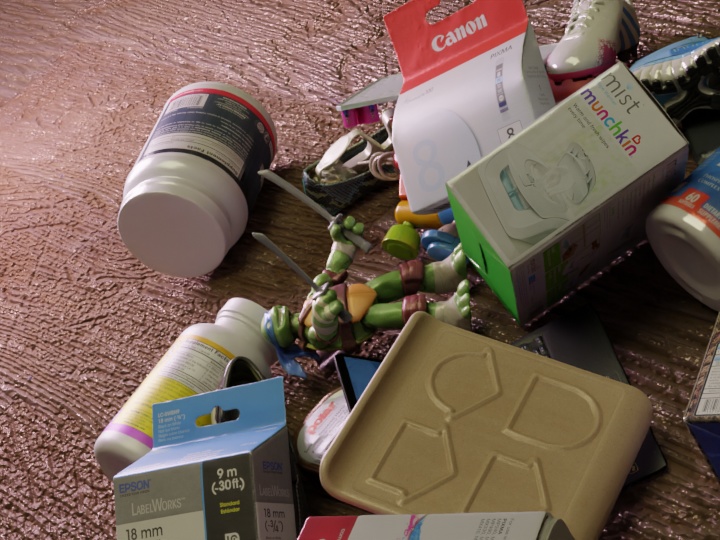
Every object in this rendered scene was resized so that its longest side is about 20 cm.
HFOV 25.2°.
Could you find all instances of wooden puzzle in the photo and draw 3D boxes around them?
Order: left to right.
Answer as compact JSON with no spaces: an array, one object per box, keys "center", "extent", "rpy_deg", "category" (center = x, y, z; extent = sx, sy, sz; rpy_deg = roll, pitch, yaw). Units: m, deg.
[{"center":[0.094,0.133,1.187],"extent":[0.200,0.046,0.185],"rpy_deg":[22,50,15],"category":"wooden puzzle"}]

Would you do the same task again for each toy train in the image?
[{"center":[0.052,-0.062,1.596],"extent":[0.200,0.085,0.116],"rpy_deg":[0,59,45],"category":"toy train"}]

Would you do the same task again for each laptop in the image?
[{"center":[0.105,0.107,1.246],"extent":[0.200,0.103,0.177],"rpy_deg":[-28,46,10],"category":"laptop"}]

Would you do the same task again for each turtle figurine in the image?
[{"center":[0.000,0.000,1.456],"extent":[0.193,0.201,0.144],"rpy_deg":[-5,2,1],"category":"turtle figurine"}]

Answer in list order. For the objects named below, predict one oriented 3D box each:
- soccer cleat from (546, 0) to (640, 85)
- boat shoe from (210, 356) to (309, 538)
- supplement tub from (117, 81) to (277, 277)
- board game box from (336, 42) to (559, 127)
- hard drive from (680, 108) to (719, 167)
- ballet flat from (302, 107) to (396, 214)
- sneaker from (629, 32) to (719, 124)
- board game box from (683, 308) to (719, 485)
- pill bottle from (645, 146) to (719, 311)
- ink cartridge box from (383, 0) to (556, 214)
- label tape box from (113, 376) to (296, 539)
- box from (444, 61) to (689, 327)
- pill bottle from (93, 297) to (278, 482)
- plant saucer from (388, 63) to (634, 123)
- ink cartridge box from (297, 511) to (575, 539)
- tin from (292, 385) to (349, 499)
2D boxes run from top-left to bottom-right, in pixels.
[{"center":[0.225,-0.238,1.592],"extent":[0.070,0.087,0.200],"rpy_deg":[-5,15,25],"category":"soccer cleat"},{"center":[-0.090,0.161,1.370],"extent":[0.072,0.066,0.201],"rpy_deg":[-11,50,-8],"category":"boat shoe"},{"center":[-0.181,-0.103,1.795],"extent":[0.140,0.140,0.200],"rpy_deg":[-15,36,28],"category":"supplement tub"},{"center":[0.095,-0.188,1.625],"extent":[0.200,0.026,0.200],"rpy_deg":[-9,13,17],"category":"board game box"},{"center":[0.388,-0.163,1.458],"extent":[0.200,0.033,0.140],"rpy_deg":[-24,33,15],"category":"hard drive"},{"center":[0.024,-0.133,1.717],"extent":[0.200,0.074,0.074],"rpy_deg":[-35,31,-1],"category":"ballet flat"},{"center":[0.319,-0.191,1.456],"extent":[0.200,0.078,0.090],"rpy_deg":[-11,35,33],"category":"sneaker"},{"center":[0.340,0.060,1.133],"extent":[0.159,0.097,0.200],"rpy_deg":[-6,40,37],"category":"board game box"},{"center":[0.336,-0.067,1.297],"extent":[0.200,0.112,0.112],"rpy_deg":[-42,32,-13],"category":"pill bottle"},{"center":[0.091,-0.169,1.463],"extent":[0.160,0.200,0.047],"rpy_deg":[-23,-9,41],"category":"ink cartridge box"},{"center":[-0.128,0.194,1.314],"extent":[0.144,0.063,0.200],"rpy_deg":[-14,74,29],"category":"label tape box"},{"center":[0.175,-0.057,1.345],"extent":[0.176,0.200,0.097],"rpy_deg":[-36,73,-2],"category":"box"},{"center":[-0.150,0.121,1.494],"extent":[0.104,0.104,0.200],"rpy_deg":[3,47,45],"category":"pill bottle"},{"center":[0.164,-0.163,1.597],"extent":[0.200,0.037,0.199],"rpy_deg":[0,17,43],"category":"plant saucer"},{"center":[0.063,0.239,1.095],"extent":[0.200,0.146,0.083],"rpy_deg":[-8,41,36],"category":"ink cartridge box"},{"center":[0.022,0.148,1.365],"extent":[0.200,0.042,0.112],"rpy_deg":[10,47,49],"category":"tin"}]
